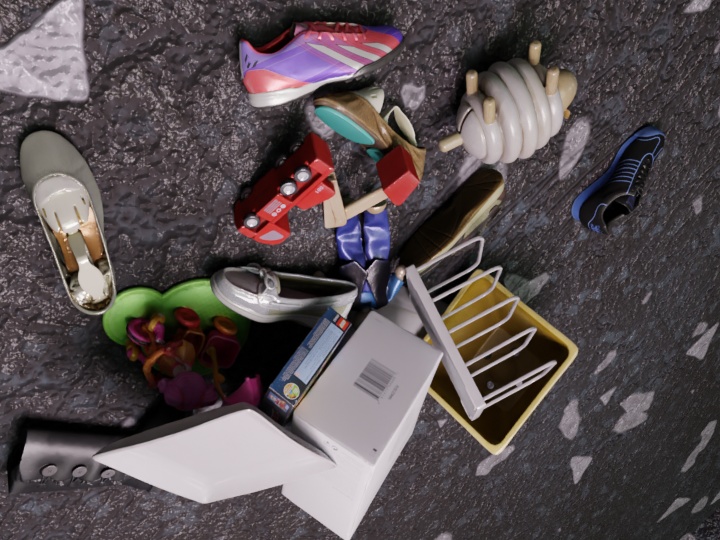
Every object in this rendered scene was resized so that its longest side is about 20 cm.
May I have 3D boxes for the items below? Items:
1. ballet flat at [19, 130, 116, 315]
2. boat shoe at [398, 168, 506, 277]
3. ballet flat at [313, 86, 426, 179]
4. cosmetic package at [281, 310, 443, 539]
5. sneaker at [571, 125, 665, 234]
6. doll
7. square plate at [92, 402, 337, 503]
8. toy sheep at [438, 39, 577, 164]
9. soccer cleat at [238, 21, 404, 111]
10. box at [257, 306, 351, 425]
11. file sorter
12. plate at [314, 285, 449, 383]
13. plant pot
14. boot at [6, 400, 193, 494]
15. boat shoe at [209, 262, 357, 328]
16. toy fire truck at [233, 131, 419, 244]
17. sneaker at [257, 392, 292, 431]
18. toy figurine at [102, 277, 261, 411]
[{"bbox_3d":[-0.296,-0.042,0.659,0.066,0.064,0.205,-18,127,-20],"label":"ballet flat"},{"bbox_3d":[0.141,-0.055,0.917,0.199,0.073,0.065,-43,129,2],"label":"boat shoe"},{"bbox_3d":[0.021,-0.177,0.777,0.198,0.067,0.074,32,81,-41],"label":"ballet flat"},{"bbox_3d":[-0.001,0.206,0.848,0.200,0.121,0.204,-48,158,-43],"label":"cosmetic package"},{"bbox_3d":[0.444,-0.145,1.044,0.201,0.078,0.070,-49,131,5],"label":"sneaker"},{"bbox_3d":[0.000,0.000,0.872,0.132,0.049,0.206,-8,120,-6],"label":"doll"},{"bbox_3d":[-0.151,0.202,0.694,0.193,0.029,0.201,-20,142,16],"label":"square plate"},{"bbox_3d":[0.189,-0.206,0.815,0.194,0.140,0.140,-20,130,0],"label":"toy sheep"},{"bbox_3d":[-0.039,-0.243,0.692,0.195,0.068,0.075,-25,122,-14],"label":"soccer cleat"},{"bbox_3d":[-0.088,0.153,0.812,0.137,0.037,0.201,-54,176,-40],"label":"box"},{"bbox_3d":[0.159,0.077,0.868,0.122,0.204,0.139,-26,161,-3],"label":"file sorter"},{"bbox_3d":[0.040,0.121,0.996,0.197,0.032,0.203,21,107,-38],"label":"plate"},{"bbox_3d":[0.218,0.153,1.019,0.197,0.193,0.200,-51,156,2],"label":"plant pot"},{"bbox_3d":[-0.331,0.216,0.811,0.196,0.066,0.168,16,108,-33],"label":"boot"},{"bbox_3d":[-0.095,0.026,0.811,0.197,0.075,0.066,17,117,-29],"label":"boat shoe"},{"bbox_3d":[-0.042,-0.091,0.755,0.198,0.050,0.139,-37,138,26],"label":"toy fire truck"},{"bbox_3d":[-0.111,0.234,0.947,0.195,0.073,0.072,11,114,-35],"label":"sneaker"},{"bbox_3d":[-0.194,0.116,0.744,0.196,0.185,0.153,20,109,-38],"label":"toy figurine"}]
